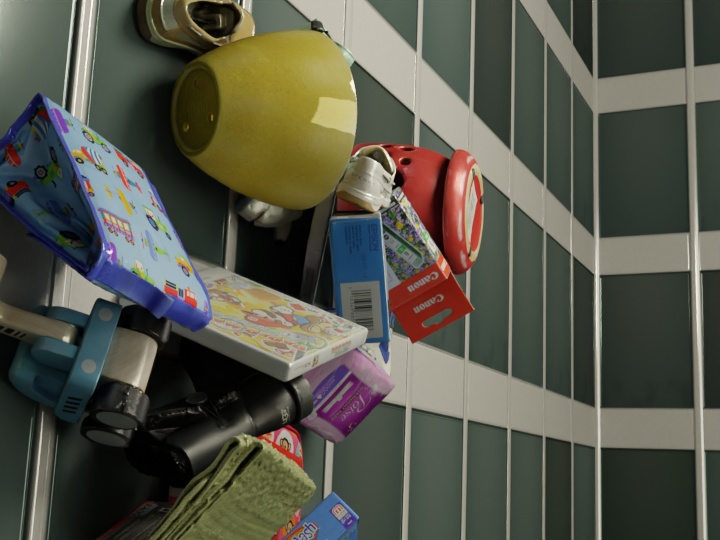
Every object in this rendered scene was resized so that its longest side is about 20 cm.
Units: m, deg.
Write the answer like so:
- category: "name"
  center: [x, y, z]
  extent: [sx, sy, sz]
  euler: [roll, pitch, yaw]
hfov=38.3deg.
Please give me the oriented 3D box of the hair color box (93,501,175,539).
- category: "hair color box"
  center: [-0.199, 0.341, 1.009]
  extent: [0.111, 0.064, 0.201]
  euler: [-28, 114, -64]

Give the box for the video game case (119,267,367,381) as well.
- category: "video game case"
  center: [-0.115, 0.049, 1.072]
  extent: [0.182, 0.199, 0.023]
  euler: [-18, 127, -64]

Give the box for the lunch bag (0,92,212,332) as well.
- category: "lunch bag"
  center: [-0.206, -0.031, 0.866]
  extent: [0.094, 0.200, 0.151]
  euler: [-46, 147, 2]

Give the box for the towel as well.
- category: "towel"
  center: [-0.119, 0.227, 0.982]
  extent: [0.148, 0.036, 0.200]
  euler: [-47, 153, -5]

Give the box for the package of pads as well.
- category: "package of pads"
  center: [-0.050, 0.134, 1.290]
  extent: [0.120, 0.076, 0.200]
  euler: [-45, 145, 0]

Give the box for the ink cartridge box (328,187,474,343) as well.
- category: "ink cartridge box"
  center: [0.057, 0.002, 1.398]
  extent: [0.201, 0.109, 0.050]
  euler: [57, 18, -9]

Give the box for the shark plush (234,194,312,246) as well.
- category: "shark plush"
  center: [-0.090, -0.129, 1.294]
  extent: [0.083, 0.091, 0.201]
  euler: [29, 59, -14]

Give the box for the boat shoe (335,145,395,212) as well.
- category: "boat shoe"
  center: [0.015, -0.119, 1.276]
  extent: [0.200, 0.071, 0.070]
  euler: [-82, -164, -79]

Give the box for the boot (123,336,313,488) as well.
- category: "boot"
  center: [-0.168, 0.126, 1.022]
  extent: [0.168, 0.200, 0.077]
  euler: [-23, 124, -37]

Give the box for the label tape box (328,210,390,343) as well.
- category: "label tape box"
  center: [0.000, 0.000, 1.258]
  extent: [0.200, 0.063, 0.145]
  euler: [-87, 173, -83]

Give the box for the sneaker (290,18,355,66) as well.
- category: "sneaker"
  center: [-0.053, -0.210, 1.243]
  extent: [0.201, 0.118, 0.074]
  euler: [68, 14, 16]

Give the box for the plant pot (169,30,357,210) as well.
- category: "plant pot"
  center: [-0.121, -0.168, 1.125]
  extent: [0.141, 0.199, 0.201]
  euler: [-1, 88, -40]

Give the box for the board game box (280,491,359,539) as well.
- category: "board game box"
  center: [-0.071, 0.342, 1.141]
  extent: [0.152, 0.045, 0.200]
  euler: [-39, 156, -24]

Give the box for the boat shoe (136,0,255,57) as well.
- category: "boat shoe"
  center: [-0.160, -0.272, 1.147]
  extent: [0.200, 0.076, 0.072]
  euler: [-27, 111, -64]

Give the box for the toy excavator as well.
- category: "toy excavator"
  center: [-0.264, 0.058, 0.868]
  extent: [0.195, 0.199, 0.100]
  euler: [132, -27, -58]

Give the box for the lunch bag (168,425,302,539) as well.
- category: "lunch bag"
  center: [-0.134, 0.220, 1.153]
  extent: [0.200, 0.081, 0.177]
  euler: [45, 44, -58]

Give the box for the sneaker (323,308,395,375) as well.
- category: "sneaker"
  center: [0.003, 0.109, 1.454]
  extent: [0.199, 0.080, 0.116]
  euler: [8, 77, -67]

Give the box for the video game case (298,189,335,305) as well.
- category: "video game case"
  center: [-0.049, -0.071, 1.333]
  extent: [0.183, 0.022, 0.201]
  euler: [105, -3, -63]

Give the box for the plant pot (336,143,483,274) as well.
- category: "plant pot"
  center: [0.079, -0.082, 1.498]
  extent: [0.200, 0.181, 0.202]
  euler: [3, 90, -74]
